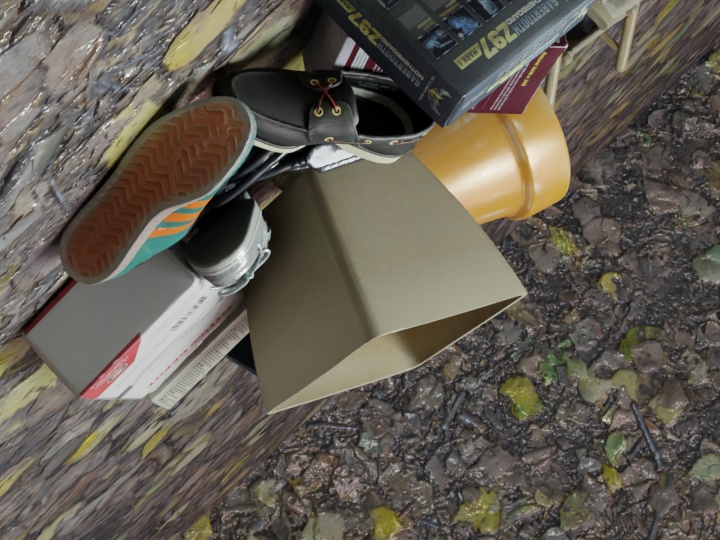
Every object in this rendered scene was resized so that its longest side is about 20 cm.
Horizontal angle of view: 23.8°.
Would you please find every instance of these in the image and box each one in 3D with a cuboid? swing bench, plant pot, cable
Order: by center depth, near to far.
[{"bbox_3d":[-0.078,-0.099,1.488,0.199,0.051,0.163,-23,-171,-26],"label":"cable"},{"bbox_3d":[0.000,0.000,1.619,0.199,0.178,0.200,-14,166,-39],"label":"plant pot"},{"bbox_3d":[0.102,-0.125,1.905,0.183,0.201,0.200,-29,167,-18],"label":"plant pot"},{"bbox_3d":[0.257,-0.300,2.002,0.199,0.130,0.200,-37,163,-40],"label":"swing bench"}]

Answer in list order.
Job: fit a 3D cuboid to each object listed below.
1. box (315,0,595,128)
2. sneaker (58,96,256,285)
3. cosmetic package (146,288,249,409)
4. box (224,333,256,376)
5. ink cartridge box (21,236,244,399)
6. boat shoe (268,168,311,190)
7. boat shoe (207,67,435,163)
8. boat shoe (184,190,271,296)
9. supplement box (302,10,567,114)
[{"bbox_3d":[0.080,-0.227,1.379,0.200,0.158,0.051,-40,170,-33],"label":"box"},{"bbox_3d":[-0.151,-0.067,1.344,0.200,0.072,0.080,-40,175,21],"label":"sneaker"},{"bbox_3d":[-0.159,0.039,1.733,0.200,0.087,0.103,-43,170,-5],"label":"cosmetic package"},{"bbox_3d":[-0.046,0.027,1.951,0.201,0.124,0.197,-63,168,7],"label":"box"},{"bbox_3d":[-0.200,0.039,1.544,0.147,0.083,0.200,-45,171,2],"label":"ink cartridge box"},{"bbox_3d":[-0.041,-0.088,1.770,0.071,0.065,0.200,-47,171,11],"label":"boat shoe"},{"bbox_3d":[-0.029,-0.134,1.378,0.200,0.074,0.063,6,152,-36],"label":"boat shoe"},{"bbox_3d":[-0.107,-0.020,1.491,0.074,0.065,0.202,-34,-168,2],"label":"boat shoe"},{"bbox_3d":[0.062,-0.187,1.451,0.199,0.061,0.109,1,152,-20],"label":"supplement box"}]
